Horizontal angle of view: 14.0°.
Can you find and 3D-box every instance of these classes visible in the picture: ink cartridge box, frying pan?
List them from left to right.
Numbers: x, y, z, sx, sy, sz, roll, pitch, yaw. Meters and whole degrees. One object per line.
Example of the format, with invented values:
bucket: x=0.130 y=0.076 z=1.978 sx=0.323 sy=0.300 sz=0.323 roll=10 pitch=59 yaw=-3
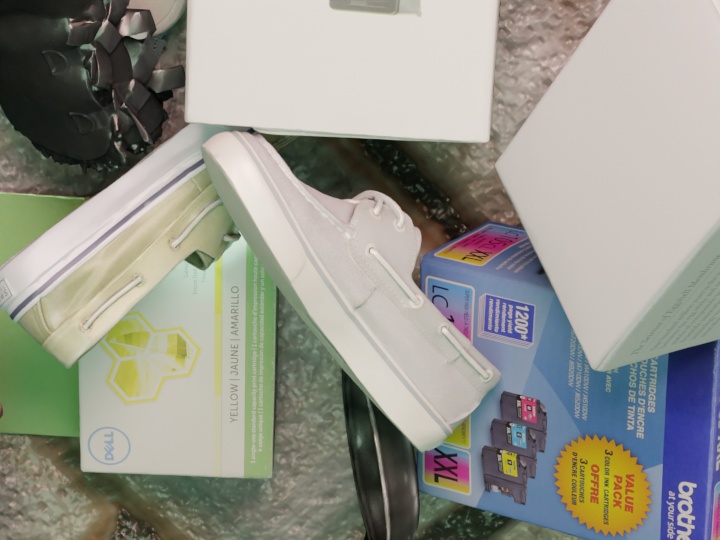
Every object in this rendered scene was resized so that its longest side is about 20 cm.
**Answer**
ink cartridge box: x=-0.142 y=0.032 z=1.529 sx=0.200 sy=0.048 sz=0.146 roll=2 pitch=113 yaw=0
ink cartridge box: x=-0.003 y=-0.179 z=1.382 sx=0.146 sy=0.147 sz=0.200 roll=4 pitch=113 yaw=1
frying pan: x=0.012 y=0.130 z=1.526 sx=0.031 sy=0.115 sz=0.190 roll=-10 pitch=113 yaw=-7
ink cartridge box: x=0.131 y=0.063 z=1.466 sx=0.200 sy=0.076 sz=0.136 roll=12 pitch=115 yaw=28

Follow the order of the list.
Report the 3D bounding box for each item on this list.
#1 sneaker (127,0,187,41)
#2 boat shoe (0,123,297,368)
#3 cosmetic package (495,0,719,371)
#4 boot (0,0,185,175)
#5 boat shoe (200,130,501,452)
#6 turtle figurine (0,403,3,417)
sneaker: x=-0.120 y=-0.199 z=1.414 sx=0.076 sy=0.081 sz=0.200 roll=-4 pitch=116 yaw=3
boat shoe: x=-0.091 y=-0.028 z=1.455 sx=0.200 sy=0.072 sz=0.062 roll=-38 pitch=92 yaw=-15
cosmetic package: x=0.200 y=-0.069 z=1.331 sx=0.200 sy=0.123 sz=0.199 roll=-13 pitch=156 yaw=-30
boot: x=-0.185 y=-0.136 z=1.438 sx=0.198 sy=0.073 sz=0.162 roll=19 pitch=149 yaw=36
boat shoe: x=0.000 y=0.000 z=1.404 sx=0.069 sy=0.072 sz=0.200 roll=-40 pitch=112 yaw=-5
turtle figurine: x=-0.232 y=0.087 z=1.508 sx=0.101 sy=0.150 sz=0.200 roll=-26 pitch=125 yaw=-23
